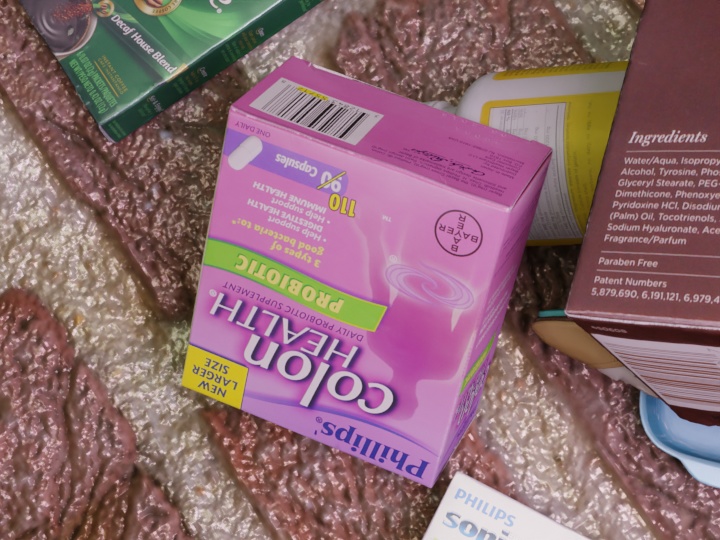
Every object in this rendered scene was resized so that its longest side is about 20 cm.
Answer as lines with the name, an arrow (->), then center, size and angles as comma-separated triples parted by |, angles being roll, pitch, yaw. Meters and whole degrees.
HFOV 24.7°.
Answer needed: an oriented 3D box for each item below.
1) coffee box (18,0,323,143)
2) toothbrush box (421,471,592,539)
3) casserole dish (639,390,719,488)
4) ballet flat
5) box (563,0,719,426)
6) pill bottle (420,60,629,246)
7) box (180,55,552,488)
coffee box -> -0.125, -0.195, 1.150 | 0.199, 0.044, 0.123 | -33, 74, -1
toothbrush box -> 0.079, 0.246, 0.989 | 0.145, 0.086, 0.201 | 27, 80, 13
casserole dish -> 0.246, 0.042, 1.040 | 0.120, 0.039, 0.201 | 12, 77, 11
ballet flat -> 0.204, 0.050, 0.993 | 0.198, 0.069, 0.064 | -3, 89, 9
box -> 0.232, -0.030, 0.867 | 0.163, 0.166, 0.201 | 4, 70, 37
pill bottle -> 0.125, -0.072, 1.037 | 0.199, 0.112, 0.113 | -2, 75, 25
box -> 0.000, 0.000, 1.002 | 0.175, 0.097, 0.201 | 21, 122, 12
